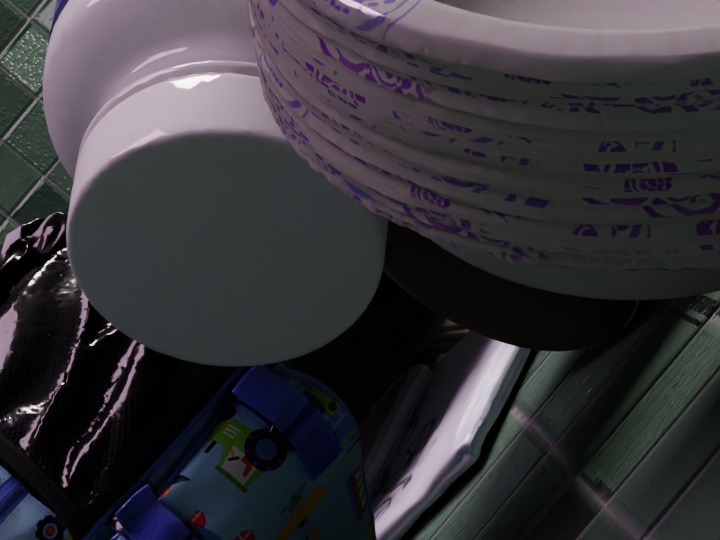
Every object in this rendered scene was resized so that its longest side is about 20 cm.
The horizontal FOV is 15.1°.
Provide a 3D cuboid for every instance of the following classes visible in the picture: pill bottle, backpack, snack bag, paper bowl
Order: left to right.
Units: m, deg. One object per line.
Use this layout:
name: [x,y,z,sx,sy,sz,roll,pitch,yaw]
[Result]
backpack: [-0.102,0.113,0.841,0.200,0.134,0.183,-47,-27,-28]
pill bottle: [-0.034,-0.072,0.825,0.120,0.120,0.200,-47,25,36]
snack bag: [0.005,0.081,1.061,0.200,0.021,0.189,-47,5,31]
paper bowl: [0.070,-0.070,0.706,0.201,0.200,0.105,-54,-29,-44]

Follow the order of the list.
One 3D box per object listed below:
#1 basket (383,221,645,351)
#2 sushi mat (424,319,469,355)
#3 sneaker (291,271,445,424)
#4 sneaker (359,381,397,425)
basket: [0.085,-0.081,0.943,0.200,0.136,0.180,-57,6,-32]
sushi mat: [0.000,0.000,1.224,0.200,0.012,0.096,-8,51,48]
sneaker: [-0.050,0.068,1.118,0.199,0.076,0.114,-48,1,-31]
sneaker: [0.016,0.010,1.279,0.075,0.076,0.200,-21,40,36]
